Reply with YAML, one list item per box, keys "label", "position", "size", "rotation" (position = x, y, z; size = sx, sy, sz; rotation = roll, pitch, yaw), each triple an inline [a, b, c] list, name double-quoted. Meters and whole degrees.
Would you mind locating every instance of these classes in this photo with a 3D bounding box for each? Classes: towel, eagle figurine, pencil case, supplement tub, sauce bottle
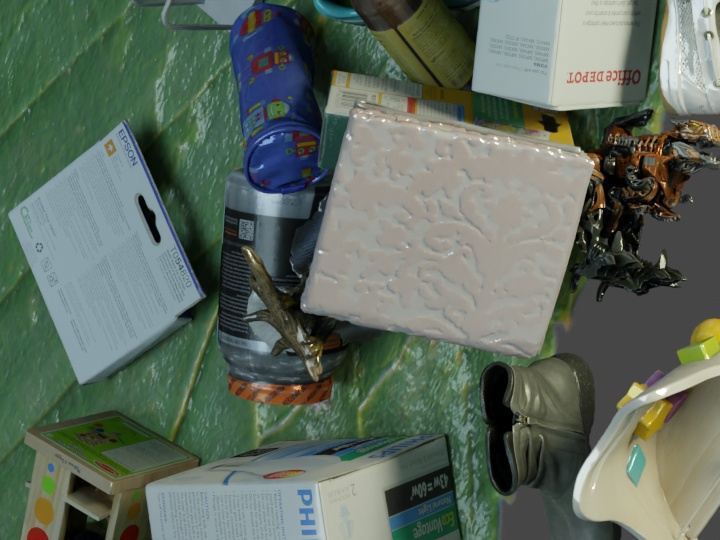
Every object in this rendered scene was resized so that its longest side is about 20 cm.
- label: "towel"
  position: [0.066, -0.029, 1.550]
  size: [0.198, 0.032, 0.193]
  rotation: [12, 120, -4]
- label: "eagle figurine"
  position: [0.005, 0.003, 1.669]
  size: [0.151, 0.200, 0.153]
  rotation: [36, 147, 26]
- label: "pencil case"
  position: [-0.070, -0.149, 1.720]
  size: [0.077, 0.201, 0.087]
  rotation: [-13, 131, 4]
- label: "supplement tub"
  position: [-0.067, 0.012, 1.771]
  size: [0.122, 0.122, 0.202]
  rotation: [12, 102, 35]
- label: "sauce bottle"
  position: [0.034, -0.216, 1.627]
  size: [0.064, 0.200, 0.065]
  rotation: [-22, 43, 22]

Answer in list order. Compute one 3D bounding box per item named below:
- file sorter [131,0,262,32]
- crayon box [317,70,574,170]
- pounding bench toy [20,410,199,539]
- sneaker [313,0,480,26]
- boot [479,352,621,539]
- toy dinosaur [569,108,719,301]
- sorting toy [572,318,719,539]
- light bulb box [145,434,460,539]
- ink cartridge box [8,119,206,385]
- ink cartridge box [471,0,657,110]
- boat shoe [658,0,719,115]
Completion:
- label: "file sorter"
  position: [-0.181, -0.325, 1.815]
  size: [0.200, 0.124, 0.140]
  rotation: [41, 118, 26]
- label: "crayon box"
  position: [0.068, -0.109, 1.597]
  size: [0.198, 0.126, 0.052]
  rotation: [8, 110, 0]
- label: "pounding bench toy"
  position: [-0.230, 0.255, 1.924]
  size: [0.199, 0.124, 0.158]
  rotation: [24, 110, 32]
- label: "sneaker"
  position: [0.047, -0.250, 1.678]
  size: [0.199, 0.079, 0.078]
  rotation: [-19, 84, 37]
- label: "boot"
  position: [0.146, 0.169, 1.623]
  size: [0.067, 0.130, 0.202]
  rotation: [-10, 90, 37]
- label: "toy dinosaur"
  position: [0.207, -0.052, 1.593]
  size: [0.200, 0.101, 0.137]
  rotation: [-34, 59, 53]
- label: "sorting toy"
  position: [0.235, 0.125, 1.519]
  size: [0.107, 0.179, 0.201]
  rotation: [43, 118, 25]
- label: "light bulb box"
  position: [-0.047, 0.226, 1.736]
  size: [0.199, 0.198, 0.126]
  rotation: [-6, 94, 36]
- label: "ink cartridge box"
  position: [-0.243, -0.018, 1.952]
  size: [0.199, 0.040, 0.201]
  rotation: [-33, 76, 35]
- label: "ink cartridge box"
  position: [0.166, -0.233, 1.547]
  size: [0.082, 0.145, 0.202]
  rotation: [14, 104, 36]
- label: "boat shoe"
  position: [0.272, -0.220, 1.521]
  size: [0.069, 0.071, 0.202]
  rotation: [4, 102, 30]
